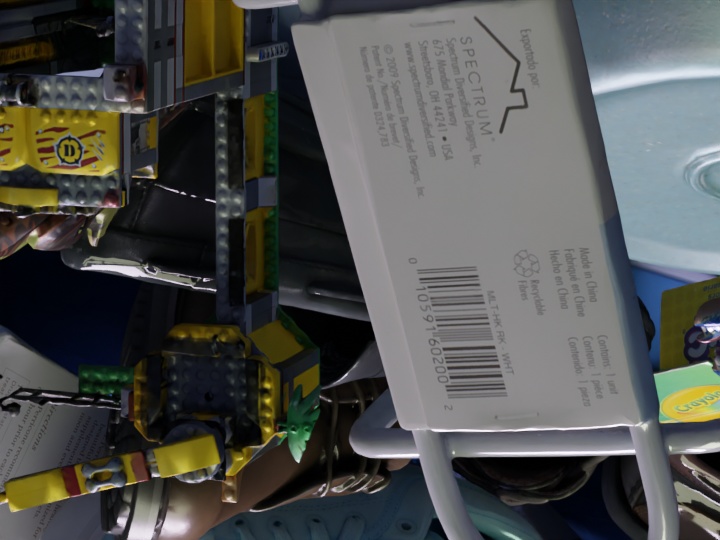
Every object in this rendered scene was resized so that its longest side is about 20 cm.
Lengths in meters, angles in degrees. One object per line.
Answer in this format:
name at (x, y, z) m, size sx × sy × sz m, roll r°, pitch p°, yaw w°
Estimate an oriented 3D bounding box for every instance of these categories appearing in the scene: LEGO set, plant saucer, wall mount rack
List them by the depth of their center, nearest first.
wall mount rack at (0.064, -0.025, 0.672) m, size 0.173 × 0.201 × 0.075 m, roll -3°, pitch -159°, yaw 32°
LEGO set at (-0.104, -0.014, 0.706) m, size 0.199 × 0.154 × 0.116 m, roll 12°, pitch -169°, yaw 14°
plant saucer at (0.105, -0.038, 0.767) m, size 0.199 × 0.036 × 0.200 m, roll 4°, pitch 160°, yaw 2°

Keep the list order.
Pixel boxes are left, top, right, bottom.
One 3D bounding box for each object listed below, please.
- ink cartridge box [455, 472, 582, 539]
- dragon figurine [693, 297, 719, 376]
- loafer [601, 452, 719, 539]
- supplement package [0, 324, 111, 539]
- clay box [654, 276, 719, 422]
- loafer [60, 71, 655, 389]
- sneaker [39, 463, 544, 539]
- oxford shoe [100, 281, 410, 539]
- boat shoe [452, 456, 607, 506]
ink cartridge box at (0.109, 0.184, 1.120) m, size 0.043 × 0.200 × 0.196 m, roll -34°, pitch 139°, yaw 6°
dragon figurine at (0.123, -0.062, 0.585) m, size 0.099 × 0.059 × 0.200 m, roll 39°, pitch 118°, yaw -12°
loafer at (0.185, 0.083, 1.038) m, size 0.199 × 0.072 × 0.063 m, roll 11°, pitch 156°, yaw -6°
supplement package at (-0.152, 0.115, 0.977) m, size 0.147 × 0.192 × 0.200 m, roll 20°, pitch 170°, yaw 33°
clay box at (0.181, 0.032, 0.917) m, size 0.200 × 0.048 × 0.115 m, roll 19°, pitch 157°, yaw -38°
loafer at (0.000, 0.000, 0.828) m, size 0.200 × 0.071 × 0.068 m, roll 24°, pitch -179°, yaw -39°
sneaker at (-0.014, 0.091, 0.944) m, size 0.082 × 0.074 × 0.200 m, roll 7°, pitch -170°, yaw 40°
oxford shoe at (-0.026, 0.037, 0.870) m, size 0.084 × 0.073 × 0.200 m, roll 12°, pitch -166°, yaw 7°
boat shoe at (0.051, 0.050, 0.991) m, size 0.067 × 0.057 × 0.200 m, roll 6°, pitch 160°, yaw -2°
